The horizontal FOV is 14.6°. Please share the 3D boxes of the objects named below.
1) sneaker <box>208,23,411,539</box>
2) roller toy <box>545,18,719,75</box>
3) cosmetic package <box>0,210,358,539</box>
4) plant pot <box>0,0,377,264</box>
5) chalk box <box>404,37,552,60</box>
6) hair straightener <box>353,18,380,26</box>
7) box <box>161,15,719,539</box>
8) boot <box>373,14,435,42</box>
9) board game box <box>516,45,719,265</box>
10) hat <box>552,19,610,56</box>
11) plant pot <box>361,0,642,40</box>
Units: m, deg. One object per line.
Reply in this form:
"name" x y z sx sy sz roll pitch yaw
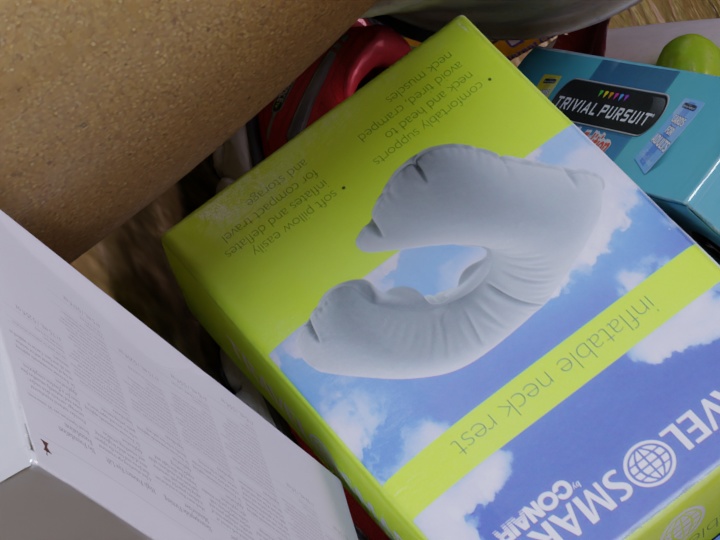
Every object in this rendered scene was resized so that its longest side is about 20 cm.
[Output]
"sneaker" 0.000 0.000 0.935 0.077 0.085 0.201 40 35 -55
"roller toy" 0.144 -0.021 1.309 0.182 0.139 0.201 -49 133 -67
"cosmetic package" -0.058 0.062 0.718 0.200 0.051 0.083 44 20 -53
"plant pot" -0.061 -0.106 0.709 0.187 0.199 0.187 56 18 -28
"chalk box" 0.025 -0.195 1.277 0.200 0.124 0.124 43 25 -49
"hair straightener" -0.030 -0.122 1.157 0.200 0.041 0.077 50 15 -28
"box" 0.046 0.028 0.824 0.200 0.122 0.048 47 -12 31
"boot" 0.008 -0.197 1.053 0.200 0.139 0.077 44 30 27
"board game box" 0.132 -0.004 0.921 0.151 0.047 0.200 40 -5 -18
"hat" 0.073 -0.022 1.045 0.201 0.176 0.166 64 15 2
"plant pot" 0.016 -0.159 0.895 0.201 0.200 0.183 63 24 -3
